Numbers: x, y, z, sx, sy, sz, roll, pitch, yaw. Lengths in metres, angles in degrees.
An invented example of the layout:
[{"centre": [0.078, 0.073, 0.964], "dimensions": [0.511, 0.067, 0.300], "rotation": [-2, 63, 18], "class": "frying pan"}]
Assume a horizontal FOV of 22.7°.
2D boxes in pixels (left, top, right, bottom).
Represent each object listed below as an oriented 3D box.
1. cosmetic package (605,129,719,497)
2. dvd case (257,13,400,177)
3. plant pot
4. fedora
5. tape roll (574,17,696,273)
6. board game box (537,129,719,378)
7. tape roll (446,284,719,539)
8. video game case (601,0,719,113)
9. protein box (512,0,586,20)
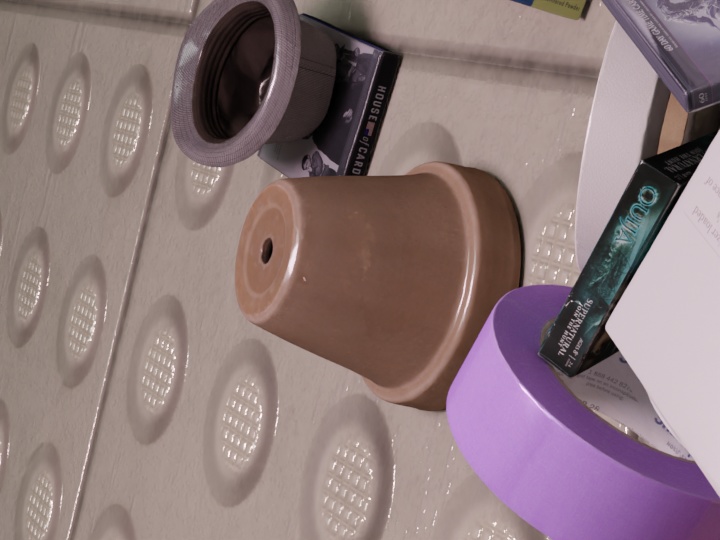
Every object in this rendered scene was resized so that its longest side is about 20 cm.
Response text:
[{"centre": [0.263, 0.014, 0.915], "dimensions": [0.200, 0.165, 0.165], "rotation": [-63, 31, 26], "class": "cosmetic package"}, {"centre": [-0.034, -0.152, 1.688], "dimensions": [0.200, 0.025, 0.151], "rotation": [37, 112, 61], "class": "dvd case"}, {"centre": [0.000, 0.000, 1.406], "dimensions": [0.200, 0.174, 0.201], "rotation": [-34, 50, 55], "class": "plant pot"}, {"centre": [-0.089, -0.177, 1.677], "dimensions": [0.200, 0.090, 0.177], "rotation": [-19, 65, 52], "class": "fedora"}, {"centre": [0.178, -0.089, 1.118], "dimensions": [0.203, 0.037, 0.203], "rotation": [12, -90, -73], "class": "tape roll"}, {"centre": [0.188, -0.020, 1.053], "dimensions": [0.028, 0.200, 0.135], "rotation": [37, 121, 21], "class": "board game box"}, {"centre": [0.153, 0.093, 1.052], "dimensions": [0.066, 0.200, 0.200], "rotation": [-63, 31, 25], "class": "tape roll"}, {"centre": [0.247, -0.165, 1.013], "dimensions": [0.143, 0.200, 0.019], "rotation": [-115, 7, -48], "class": "video game case"}, {"centre": [0.103, -0.324, 1.378], "dimensions": [0.200, 0.135, 0.199], "rotation": [44, 118, 59], "class": "protein box"}]
